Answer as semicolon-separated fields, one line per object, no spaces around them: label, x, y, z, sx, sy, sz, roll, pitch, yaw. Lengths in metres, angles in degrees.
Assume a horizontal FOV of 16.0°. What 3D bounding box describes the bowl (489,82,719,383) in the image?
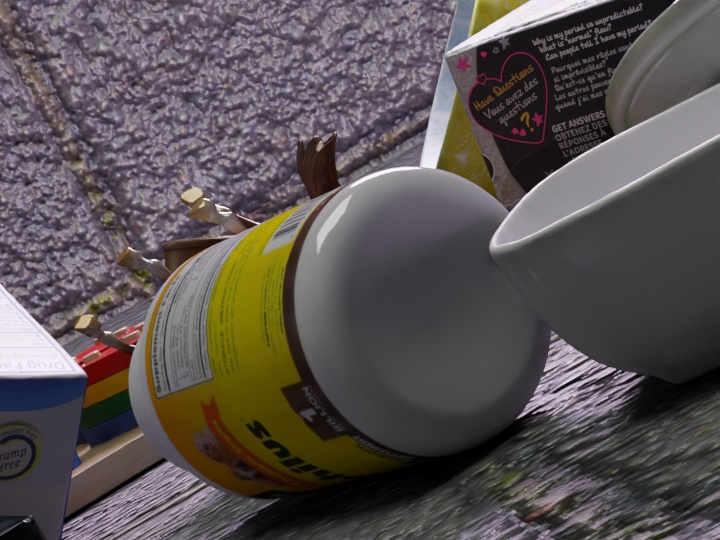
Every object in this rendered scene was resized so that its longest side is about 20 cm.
bowl;0.151;-0.032;0.900;0.199;0.075;0.200;-29;5;12

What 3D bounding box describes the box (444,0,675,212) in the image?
box;0.151;-0.106;1.339;0.131;0.115;0.200;-16;10;31

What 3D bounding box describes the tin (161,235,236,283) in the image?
tin;0.000;0.000;1.243;0.199;0.042;0.112;-3;2;21

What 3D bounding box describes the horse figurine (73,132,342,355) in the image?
horse figurine;-0.040;0.017;1.160;0.200;0.132;0.050;-42;24;50

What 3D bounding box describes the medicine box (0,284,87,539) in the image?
medicine box;-0.266;0.065;1.346;0.181;0.104;0.200;1;20;-29

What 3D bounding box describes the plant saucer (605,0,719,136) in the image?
plant saucer;0.201;-0.084;1.055;0.199;0.050;0.200;-18;-22;-8

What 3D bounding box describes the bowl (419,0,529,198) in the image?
bowl;0.109;-0.117;1.728;0.107;0.202;0.200;12;3;-3

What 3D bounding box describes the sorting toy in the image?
sorting toy;-0.173;0.094;1.542;0.199;0.070;0.199;-31;5;-21

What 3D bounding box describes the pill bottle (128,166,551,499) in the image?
pill bottle;-0.018;0.031;1.023;0.109;0.110;0.200;-32;5;-31

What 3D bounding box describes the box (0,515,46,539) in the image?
box;-0.234;0.178;1.140;0.199;0.046;0.159;-31;5;-19
